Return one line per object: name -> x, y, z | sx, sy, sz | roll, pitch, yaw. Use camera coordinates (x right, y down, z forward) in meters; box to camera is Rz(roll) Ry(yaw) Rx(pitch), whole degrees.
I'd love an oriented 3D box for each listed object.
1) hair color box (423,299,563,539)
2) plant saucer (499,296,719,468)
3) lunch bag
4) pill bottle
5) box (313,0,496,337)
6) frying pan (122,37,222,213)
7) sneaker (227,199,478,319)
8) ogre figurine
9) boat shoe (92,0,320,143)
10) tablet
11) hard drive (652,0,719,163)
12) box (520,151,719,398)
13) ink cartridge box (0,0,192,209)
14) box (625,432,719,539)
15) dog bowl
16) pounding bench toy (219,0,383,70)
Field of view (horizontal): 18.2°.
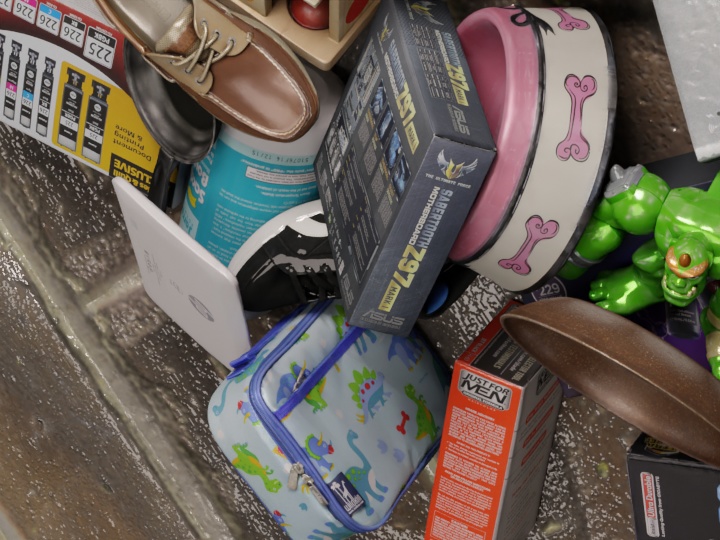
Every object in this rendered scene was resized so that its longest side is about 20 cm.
hair color box -> 0.105, 0.135, 1.730 | 0.061, 0.101, 0.201 | 22, 126, 19
plant saucer -> 0.188, 0.071, 1.526 | 0.199, 0.037, 0.200 | 33, 171, 6
lunch bag -> -0.019, 0.105, 1.724 | 0.082, 0.200, 0.161 | -30, 99, 40
pill bottle -> -0.078, -0.060, 1.724 | 0.110, 0.111, 0.201 | 28, 128, 16
box -> 0.026, -0.077, 1.541 | 0.051, 0.201, 0.159 | 12, 122, -19
frying pan -> -0.130, -0.101, 1.659 | 0.115, 0.031, 0.192 | 23, 130, 48
sneaker -> 0.000, 0.000, 1.652 | 0.199, 0.112, 0.073 | -26, 138, 5
ogre figurine -> 0.220, -0.006, 1.485 | 0.200, 0.098, 0.120 | 39, 149, 26
boat shoe -> -0.116, -0.156, 1.551 | 0.199, 0.072, 0.076 | 37, 104, 4
tablet -> -0.133, 0.012, 1.727 | 0.130, 0.014, 0.200 | 40, 163, 19
hard drive -> 0.290, -0.164, 1.419 | 0.199, 0.033, 0.141 | -18, 83, 22
box -> 0.215, 0.000, 1.597 | 0.199, 0.079, 0.142 | -14, 106, 37
ink cartridge box -> -0.203, -0.140, 1.774 | 0.199, 0.084, 0.177 | 26, 128, 16
box -> 0.305, 0.224, 1.691 | 0.197, 0.050, 0.202 | 6, 119, 29
dog bowl -> 0.097, -0.090, 1.535 | 0.073, 0.201, 0.201 | 12, 133, -20
pounding bench toy -> -0.013, -0.269, 1.561 | 0.124, 0.200, 0.156 | 34, 163, 13
